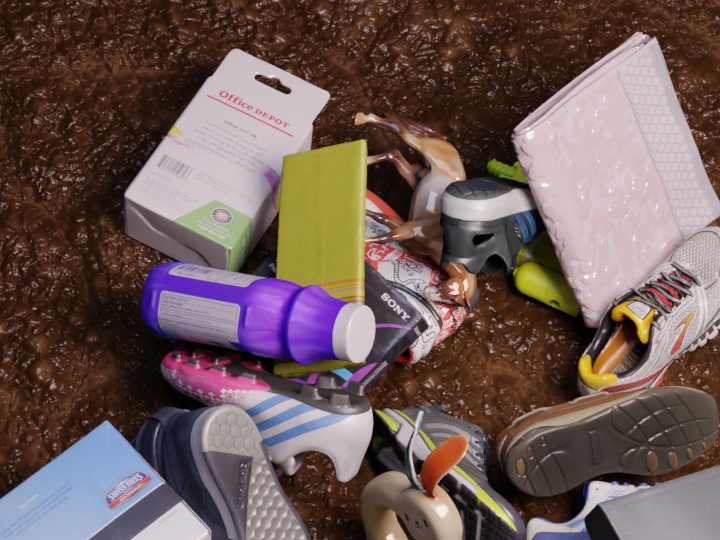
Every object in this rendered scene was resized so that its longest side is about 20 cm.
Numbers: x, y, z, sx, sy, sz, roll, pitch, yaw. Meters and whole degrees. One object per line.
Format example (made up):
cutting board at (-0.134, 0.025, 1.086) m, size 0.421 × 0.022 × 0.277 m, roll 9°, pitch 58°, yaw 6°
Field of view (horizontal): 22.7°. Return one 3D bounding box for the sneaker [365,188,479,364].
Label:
sneaker at (0.001, 0.000, 1.616) m, size 0.201 × 0.067 × 0.108 m, roll 37°, pitch 59°, yaw 14°

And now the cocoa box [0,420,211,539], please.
cocoa box at (-0.232, 0.244, 1.395) m, size 0.199 × 0.134 × 0.131 m, roll -37°, pitch 67°, yaw -25°

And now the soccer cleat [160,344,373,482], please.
soccer cleat at (-0.083, 0.121, 1.482) m, size 0.198 × 0.087 × 0.070 m, roll 14°, pitch 15°, yaw 26°

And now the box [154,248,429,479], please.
box at (-0.059, 0.066, 1.549) m, size 0.200 × 0.036 × 0.143 m, roll -44°, pitch 69°, yaw -7°

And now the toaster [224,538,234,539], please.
toaster at (-0.119, 0.312, 1.355) m, size 0.129 × 0.113 × 0.201 m, roll 41°, pitch 103°, yaw 16°

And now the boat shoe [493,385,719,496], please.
boat shoe at (0.204, 0.133, 1.518) m, size 0.198 × 0.077 × 0.074 m, roll -8°, pitch 15°, yaw -17°

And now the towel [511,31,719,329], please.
towel at (0.231, -0.082, 1.596) m, size 0.191 × 0.201 × 0.032 m, roll -38°, pitch 25°, yaw -28°

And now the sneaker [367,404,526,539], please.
sneaker at (0.082, 0.164, 1.490) m, size 0.080 × 0.075 × 0.200 m, roll -18°, pitch 37°, yaw -25°

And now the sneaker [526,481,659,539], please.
sneaker at (0.228, 0.202, 1.507) m, size 0.199 × 0.076 × 0.088 m, roll -25°, pitch 63°, yaw -21°

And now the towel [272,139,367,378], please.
towel at (-0.032, -0.010, 1.531) m, size 0.085 × 0.018 × 0.202 m, roll -8°, pitch 68°, yaw 26°

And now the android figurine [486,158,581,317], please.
android figurine at (0.199, -0.041, 1.681) m, size 0.198 × 0.041 × 0.183 m, roll 27°, pitch 59°, yaw 8°

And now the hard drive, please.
hard drive at (0.288, 0.227, 1.423) m, size 0.198 × 0.033 × 0.140 m, roll -11°, pitch 60°, yaw -35°

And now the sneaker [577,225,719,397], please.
sneaker at (0.262, 0.043, 1.570) m, size 0.078 × 0.082 × 0.201 m, roll 31°, pitch 78°, yaw 32°

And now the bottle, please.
bottle at (-0.083, 0.037, 1.481) m, size 0.198 × 0.083 × 0.066 m, roll 9°, pitch 92°, yaw 29°

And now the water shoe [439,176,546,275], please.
water shoe at (0.118, -0.038, 1.578) m, size 0.071 × 0.080 × 0.199 m, roll 15°, pitch 10°, yaw 29°

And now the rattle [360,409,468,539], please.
rattle at (0.013, 0.214, 1.401) m, size 0.141 × 0.201 × 0.131 m, roll -16°, pitch 60°, yaw -15°

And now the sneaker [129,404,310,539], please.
sneaker at (-0.119, 0.204, 1.472) m, size 0.077 × 0.145 × 0.204 m, roll -26°, pitch 103°, yaw -38°

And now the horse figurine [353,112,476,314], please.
horse figurine at (0.048, -0.068, 1.602) m, size 0.131 × 0.050 × 0.202 m, roll 13°, pitch 53°, yaw -11°

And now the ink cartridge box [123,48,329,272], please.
ink cartridge box at (-0.121, -0.099, 1.666) m, size 0.116 × 0.068 × 0.201 m, roll 26°, pitch 60°, yaw 11°
